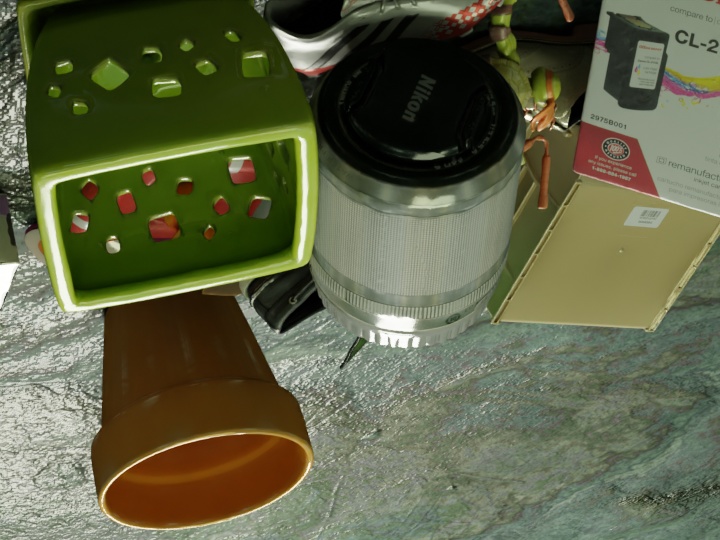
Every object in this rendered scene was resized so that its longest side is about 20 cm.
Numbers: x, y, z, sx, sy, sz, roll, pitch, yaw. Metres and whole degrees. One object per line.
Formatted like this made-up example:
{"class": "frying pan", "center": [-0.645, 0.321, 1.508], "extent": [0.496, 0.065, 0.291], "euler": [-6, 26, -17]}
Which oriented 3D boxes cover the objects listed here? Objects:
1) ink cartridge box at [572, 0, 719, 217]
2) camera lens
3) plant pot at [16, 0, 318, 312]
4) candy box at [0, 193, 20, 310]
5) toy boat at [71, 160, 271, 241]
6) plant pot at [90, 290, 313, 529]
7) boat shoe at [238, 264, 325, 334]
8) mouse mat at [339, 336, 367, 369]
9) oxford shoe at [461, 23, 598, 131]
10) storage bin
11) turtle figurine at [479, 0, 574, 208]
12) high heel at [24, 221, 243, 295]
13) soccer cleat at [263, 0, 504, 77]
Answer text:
{"class": "ink cartridge box", "center": [0.253, -0.158, 1.459], "extent": [0.144, 0.083, 0.202], "euler": [18, 127, 17]}
{"class": "camera lens", "center": [0.038, -0.059, 1.426], "extent": [0.158, 0.161, 0.201], "euler": [-10, 142, -11]}
{"class": "plant pot", "center": [-0.146, -0.107, 1.376], "extent": [0.197, 0.183, 0.201], "euler": [-11, 151, -9]}
{"class": "candy box", "center": [-0.388, 0.019, 1.588], "extent": [0.166, 0.072, 0.200], "euler": [-1, 149, -26]}
{"class": "toy boat", "center": [-0.140, -0.047, 1.539], "extent": [0.198, 0.132, 0.131], "euler": [-1, 148, -27]}
{"class": "plant pot", "center": [-0.158, 0.112, 1.756], "extent": [0.198, 0.185, 0.201], "euler": [-12, 152, -6]}
{"class": "boat shoe", "center": [0.000, -0.001, 1.611], "extent": [0.198, 0.066, 0.075], "euler": [-19, 152, -17]}
{"class": "mouse mat", "center": [0.050, 0.003, 1.629], "extent": [0.161, 0.008, 0.200], "euler": [-47, 176, -23]}
{"class": "oxford shoe", "center": [0.141, -0.150, 1.562], "extent": [0.198, 0.074, 0.071], "euler": [-12, 152, -8]}
{"class": "storage bin", "center": [0.216, -0.047, 1.728], "extent": [0.198, 0.094, 0.199], "euler": [4, 130, -33]}
{"class": "turtle figurine", "center": [0.090, -0.134, 1.506], "extent": [0.159, 0.065, 0.202], "euler": [-2, 117, 2]}
{"class": "high heel", "center": [-0.185, -0.034, 1.645], "extent": [0.198, 0.096, 0.068], "euler": [5, 132, 0]}
{"class": "soccer cleat", "center": [0.022, -0.203, 1.417], "extent": [0.198, 0.069, 0.085], "euler": [-18, 156, 13]}
